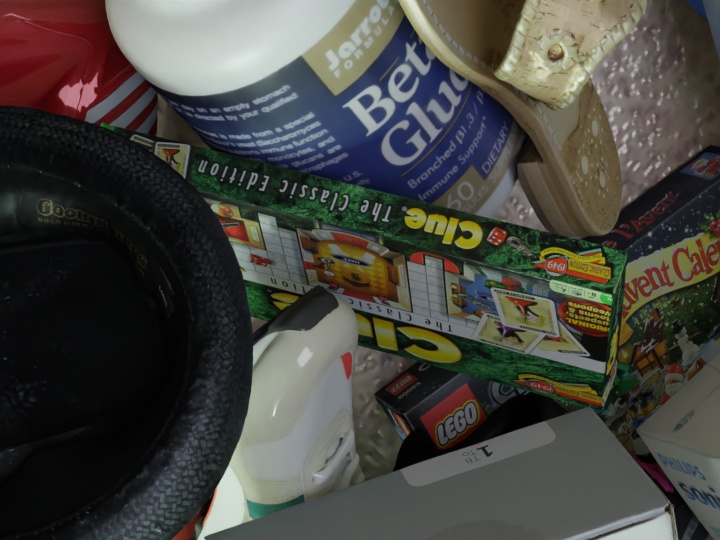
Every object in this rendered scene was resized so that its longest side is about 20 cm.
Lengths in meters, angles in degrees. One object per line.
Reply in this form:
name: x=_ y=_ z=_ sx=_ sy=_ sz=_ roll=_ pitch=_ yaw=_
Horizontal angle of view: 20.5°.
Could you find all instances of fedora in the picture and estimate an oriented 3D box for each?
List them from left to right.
fedora: x=-0.133 y=0.039 z=0.717 sx=0.199 sy=0.092 sz=0.202 roll=-1 pitch=75 yaw=5

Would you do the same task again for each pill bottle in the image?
pill bottle: x=-0.024 y=-0.092 z=0.736 sx=0.111 sy=0.111 sz=0.200 roll=-50 pitch=137 yaw=-6

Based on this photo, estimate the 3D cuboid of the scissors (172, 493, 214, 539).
scissors: x=-0.069 y=0.129 z=0.851 sx=0.073 sy=0.014 sz=0.201 roll=5 pitch=99 yaw=-27

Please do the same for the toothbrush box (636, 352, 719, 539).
toothbrush box: x=0.226 y=0.036 z=0.767 sx=0.200 sy=0.146 sz=0.085 roll=-40 pitch=103 yaw=-11

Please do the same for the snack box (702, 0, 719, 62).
snack box: x=0.222 y=-0.142 z=0.819 sx=0.168 sy=0.068 sz=0.201 roll=-35 pitch=131 yaw=-13

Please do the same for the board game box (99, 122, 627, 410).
board game box: x=0.000 y=0.000 z=0.751 sx=0.199 sy=0.105 sz=0.024 roll=14 pitch=68 yaw=12

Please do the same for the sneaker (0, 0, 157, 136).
sneaker: x=-0.163 y=-0.058 z=0.740 sx=0.199 sy=0.078 sz=0.116 roll=-12 pitch=104 yaw=-19

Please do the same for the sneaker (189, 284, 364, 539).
sneaker: x=-0.013 y=0.094 z=0.769 sx=0.070 sy=0.093 sz=0.200 roll=-38 pitch=154 yaw=-42

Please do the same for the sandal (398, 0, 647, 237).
sandal: x=0.075 y=-0.089 z=0.722 sx=0.212 sy=0.069 sz=0.078 roll=55 pitch=40 yaw=-45

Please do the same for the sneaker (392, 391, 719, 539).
sneaker: x=0.096 y=0.092 z=0.836 sx=0.199 sy=0.074 sz=0.088 roll=-7 pitch=110 yaw=-16

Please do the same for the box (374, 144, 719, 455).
box: x=0.122 y=0.056 z=0.902 sx=0.200 sy=0.038 sz=0.137 roll=-36 pitch=112 yaw=-12

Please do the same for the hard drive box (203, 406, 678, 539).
hard drive box: x=0.044 y=0.173 z=0.738 sx=0.155 sy=0.077 sz=0.201 roll=-16 pitch=118 yaw=-10

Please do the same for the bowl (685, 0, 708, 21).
bowl: x=0.214 y=-0.188 z=0.859 sx=0.200 sy=0.039 sz=0.202 roll=-15 pitch=121 yaw=-27
